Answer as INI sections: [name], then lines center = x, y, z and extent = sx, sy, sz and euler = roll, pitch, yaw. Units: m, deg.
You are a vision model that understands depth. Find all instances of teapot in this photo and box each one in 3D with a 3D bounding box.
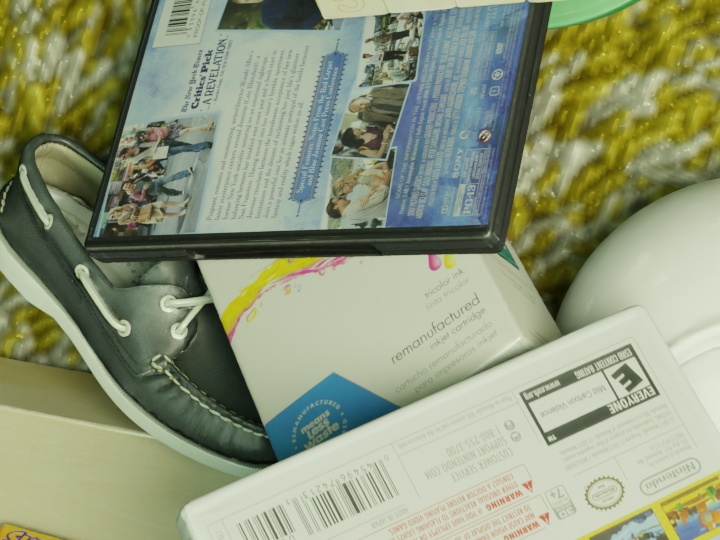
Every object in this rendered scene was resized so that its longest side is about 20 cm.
[teapot]
center = 0.169, 0.059, 0.803
extent = 0.197, 0.146, 0.201
euler = 7, 108, 6

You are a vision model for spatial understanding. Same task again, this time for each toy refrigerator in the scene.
[toy refrigerator]
center = -0.130, 0.094, 0.926
extent = 0.199, 0.070, 0.076
euler = 9, 106, 11

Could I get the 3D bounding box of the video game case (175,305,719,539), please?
[video game case]
center = 0.062, 0.126, 0.693
extent = 0.200, 0.023, 0.182
euler = -22, 72, -21

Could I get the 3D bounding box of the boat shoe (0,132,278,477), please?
[boat shoe]
center = -0.094, 0.014, 0.879
extent = 0.200, 0.076, 0.060
euler = 37, 126, 19

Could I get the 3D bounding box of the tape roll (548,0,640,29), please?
[tape roll]
center = 0.073, -0.205, 0.852
extent = 0.200, 0.048, 0.201
euler = 1, 97, 12

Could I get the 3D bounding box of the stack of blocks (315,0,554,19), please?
[stack of blocks]
center = -0.005, -0.167, 0.794
extent = 0.199, 0.059, 0.115
euler = -2, 65, 13

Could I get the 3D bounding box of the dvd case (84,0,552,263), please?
[dvd case]
center = -0.018, -0.071, 0.824
extent = 0.199, 0.018, 0.143
euler = -1, 65, 30

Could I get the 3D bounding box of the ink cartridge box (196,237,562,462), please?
[ink cartridge box]
center = 0.000, 0.000, 0.832
extent = 0.116, 0.067, 0.200
euler = -37, 51, 13

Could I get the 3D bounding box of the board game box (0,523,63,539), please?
[board game box]
center = -0.132, 0.216, 0.932
extent = 0.095, 0.030, 0.200
euler = 14, 120, 10
